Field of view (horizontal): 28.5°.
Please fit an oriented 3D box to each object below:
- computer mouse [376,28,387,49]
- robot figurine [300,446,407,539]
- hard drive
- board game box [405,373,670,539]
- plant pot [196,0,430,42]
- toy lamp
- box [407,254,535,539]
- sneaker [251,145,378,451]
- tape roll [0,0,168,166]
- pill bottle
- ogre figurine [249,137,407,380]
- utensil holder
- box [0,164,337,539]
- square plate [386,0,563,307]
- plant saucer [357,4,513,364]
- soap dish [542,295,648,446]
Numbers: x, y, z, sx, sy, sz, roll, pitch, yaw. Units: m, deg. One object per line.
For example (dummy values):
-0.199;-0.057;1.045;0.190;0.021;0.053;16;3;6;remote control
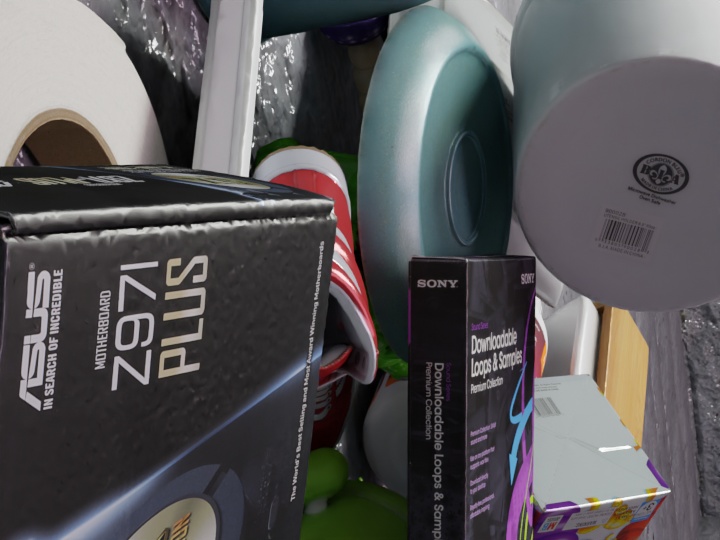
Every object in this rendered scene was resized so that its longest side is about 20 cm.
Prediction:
0.022;-0.189;1.027;0.200;0.044;0.110;64;34;-62;computer mouse
-0.017;0.186;0.751;0.200;0.115;0.177;-45;122;-66;robot figurine
-0.068;-0.023;0.667;0.132;0.026;0.201;107;-13;-64;hard drive
0.092;0.176;0.913;0.103;0.104;0.201;58;-42;39;board game box
0.014;-0.233;0.771;0.200;0.187;0.202;-2;90;-72;plant pot
0.017;-0.087;0.974;0.058;0.058;0.201;-68;150;-51;toy lamp
0.061;0.091;0.743;0.143;0.036;0.202;-4;94;-70;box
-0.031;0.051;0.717;0.113;0.071;0.201;-98;-173;-52;sneaker
-0.129;-0.009;0.557;0.203;0.037;0.205;-1;90;-71;tape roll
0.078;0.075;1.052;0.200;0.112;0.114;-64;147;-54;pill bottle
0.000;0.000;0.855;0.200;0.097;0.121;63;19;-71;ogre figurine
0.172;-0.094;0.849;0.200;0.169;0.171;-77;158;-60;utensil holder
-0.094;0.069;0.467;0.163;0.086;0.202;-7;106;-58;box
0.086;-0.104;0.949;0.200;0.028;0.199;36;48;-41;square plate
0.050;-0.046;0.792;0.200;0.027;0.202;2;90;-67;plant saucer
0.144;0.128;1.130;0.081;0.200;0.158;32;45;-18;soap dish
